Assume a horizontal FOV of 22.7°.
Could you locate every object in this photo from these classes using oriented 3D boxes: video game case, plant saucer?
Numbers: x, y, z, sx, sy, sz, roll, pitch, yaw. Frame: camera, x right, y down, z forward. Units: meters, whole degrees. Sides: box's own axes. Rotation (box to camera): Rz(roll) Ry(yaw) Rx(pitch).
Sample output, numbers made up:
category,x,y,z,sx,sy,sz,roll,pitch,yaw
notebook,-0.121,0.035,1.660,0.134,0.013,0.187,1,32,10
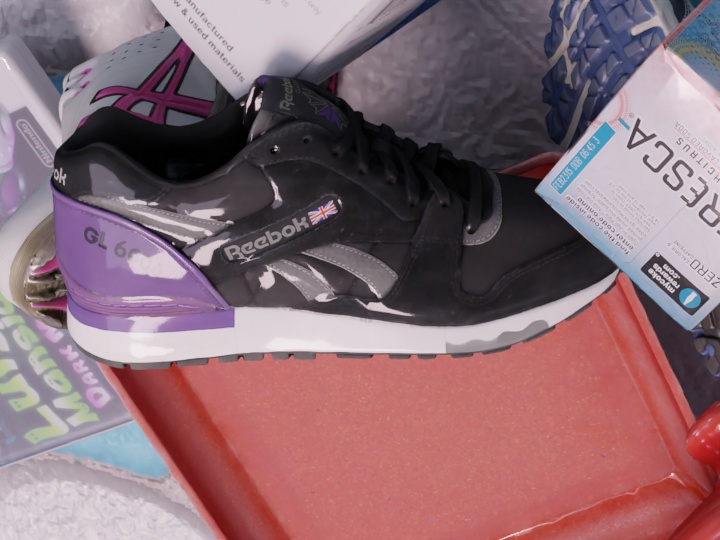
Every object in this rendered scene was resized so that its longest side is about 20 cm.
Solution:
category,x,y,z,sx,sy,sz,roll,pitch,yaw
video game case,-0.180,0.004,0.857,0.181,0.023,0.200,-20,119,25
plant saucer,0.026,0.059,0.727,0.199,0.037,0.200,-23,120,11

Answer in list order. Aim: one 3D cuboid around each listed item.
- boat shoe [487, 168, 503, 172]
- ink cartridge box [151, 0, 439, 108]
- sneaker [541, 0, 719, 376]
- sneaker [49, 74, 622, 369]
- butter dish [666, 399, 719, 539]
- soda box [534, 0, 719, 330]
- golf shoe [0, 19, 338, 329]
category,x,y,z,sx,sy,sz,roll,pitch,yaw
boat shoe,0.001,-0.001,0.766,0.198,0.075,0.066,-5,110,19
ink cartridge box,0.030,-0.160,0.619,0.086,0.146,0.200,48,128,1
sneaker,0.139,-0.037,0.669,0.077,0.085,0.201,-47,64,50
sneaker,-0.005,-0.022,0.604,0.199,0.076,0.088,-6,121,-4
butter dish,0.177,0.109,0.672,0.200,0.199,0.148,-51,62,37
soda box,0.133,-0.065,0.573,0.064,0.200,0.068,42,129,5
golf shoe,-0.091,-0.044,0.718,0.092,0.200,0.073,21,127,19
